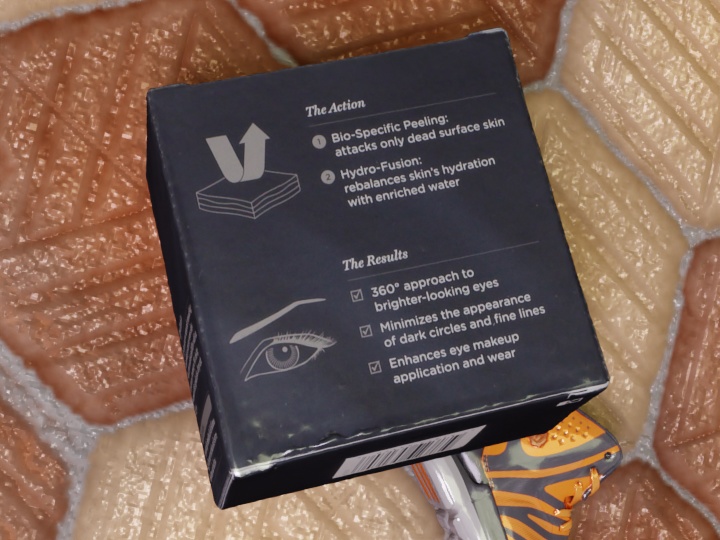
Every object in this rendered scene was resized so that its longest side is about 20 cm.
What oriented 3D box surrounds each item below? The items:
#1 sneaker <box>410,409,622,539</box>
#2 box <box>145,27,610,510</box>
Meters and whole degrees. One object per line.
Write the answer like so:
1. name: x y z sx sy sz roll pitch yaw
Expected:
1. sneaker: 0.113 0.152 0.821 0.111 0.078 0.202 -27 95 -11
2. box: 0.000 0.000 0.754 0.194 0.118 0.203 -11 75 -13
